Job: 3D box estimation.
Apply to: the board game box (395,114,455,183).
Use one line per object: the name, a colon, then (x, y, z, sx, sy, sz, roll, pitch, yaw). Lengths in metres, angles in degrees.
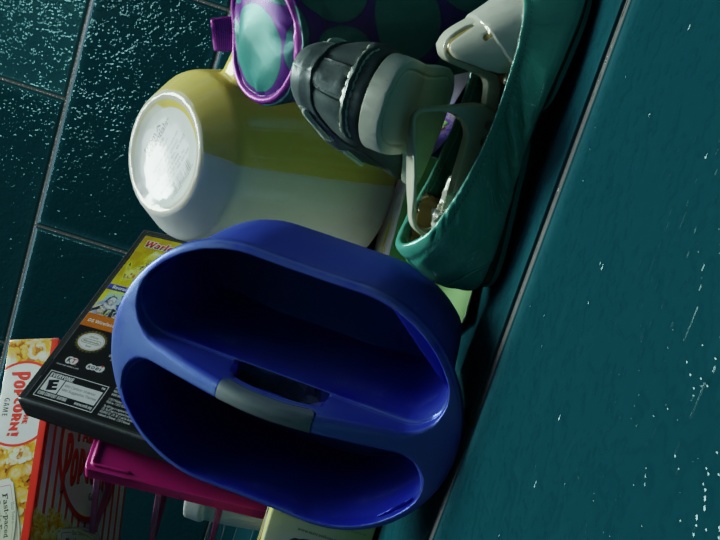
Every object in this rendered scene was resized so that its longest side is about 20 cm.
board game box: (-0.018, -0.097, 0.925, 0.199, 0.039, 0.158, -10, 28, 45)

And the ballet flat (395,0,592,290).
ballet flat: (0.066, -0.089, 0.603, 0.067, 0.070, 0.202, -143, 69, -69)

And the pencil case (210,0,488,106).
pencil case: (0.013, -0.158, 0.717, 0.092, 0.199, 0.086, 25, 121, 47)

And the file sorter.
file sorter: (-0.102, 0.149, 0.892, 0.126, 0.198, 0.140, 109, 174, -49)

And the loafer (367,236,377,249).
loafer: (0.000, 0.000, 0.957, 0.073, 0.071, 0.202, 149, 138, -81)

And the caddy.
caddy: (-0.037, 0.056, 0.618, 0.105, 0.198, 0.143, -48, -25, -66)

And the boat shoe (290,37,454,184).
boat shoe: (0.011, -0.096, 0.663, 0.200, 0.061, 0.074, 0, -70, -77)

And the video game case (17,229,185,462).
video game case: (-0.120, 0.058, 0.836, 0.026, 0.198, 0.182, 80, -149, -46)

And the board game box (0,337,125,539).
board game box: (-0.237, 0.173, 0.892, 0.152, 0.046, 0.202, 59, -150, -65)

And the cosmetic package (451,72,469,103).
cosmetic package: (0.067, -0.201, 0.991, 0.200, 0.051, 0.152, 123, 164, -68)

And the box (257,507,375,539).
box: (-0.027, 0.166, 0.758, 0.050, 0.074, 0.202, -100, 26, -81)

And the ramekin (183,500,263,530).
ramekin: (-0.111, 0.184, 1.229, 0.200, 0.104, 0.202, -163, 90, -90)

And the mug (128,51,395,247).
mug: (-0.078, -0.096, 0.802, 0.148, 0.152, 0.189, 2, 91, 44)

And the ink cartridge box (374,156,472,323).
ink cartridge box: (0.040, -0.011, 0.758, 0.200, 0.047, 0.147, 116, 169, -70)
